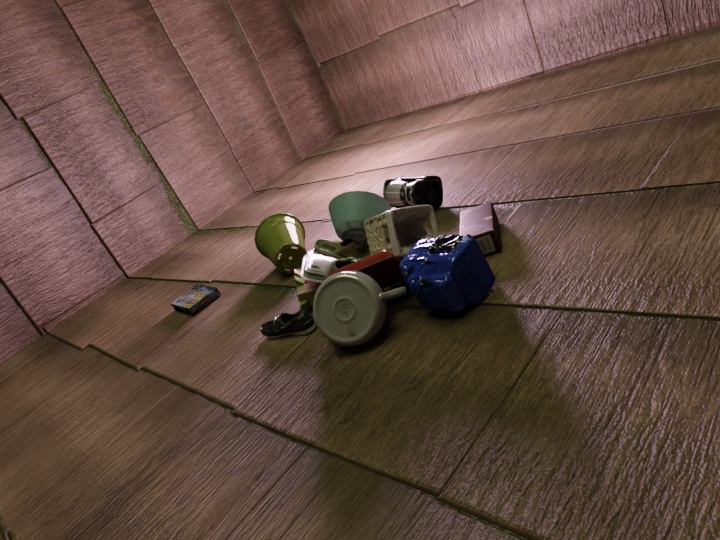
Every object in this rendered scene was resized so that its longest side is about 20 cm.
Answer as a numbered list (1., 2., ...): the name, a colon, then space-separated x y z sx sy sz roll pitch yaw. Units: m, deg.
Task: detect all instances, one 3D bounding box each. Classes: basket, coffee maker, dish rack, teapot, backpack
1. basket: 0.122 -0.110 1.578 0.199 0.137 0.123 -14 2 -43
2. coffee maker: 0.208 -0.292 1.939 0.192 0.135 0.200 -36 25 -23
3. dish rack: -0.080 -0.013 1.633 0.198 0.044 0.172 10 26 -6
4. teapot: -0.012 0.090 1.340 0.199 0.198 0.146 28 11 17
5. backpack: 0.188 0.006 1.291 0.168 0.163 0.199 -43 29 -28

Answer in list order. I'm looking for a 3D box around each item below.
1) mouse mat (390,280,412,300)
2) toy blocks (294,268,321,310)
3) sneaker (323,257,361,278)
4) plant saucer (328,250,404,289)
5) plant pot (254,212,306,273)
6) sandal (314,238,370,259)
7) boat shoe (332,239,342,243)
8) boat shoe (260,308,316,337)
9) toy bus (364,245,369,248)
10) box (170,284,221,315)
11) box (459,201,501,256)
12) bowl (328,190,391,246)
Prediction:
1. mouse mat: 0.159 0.010 1.514 0.160 0.008 0.200 -20 25 15
2. toy blocks: -0.126 0.042 1.660 0.136 0.101 0.200 -15 27 0
3. sneaker: 0.000 0.000 1.527 0.198 0.079 0.099 -4 -15 -15
4. plant saucer: 0.033 0.008 1.434 0.199 0.199 0.037 -22 67 20
5. plant pot: -0.279 -0.083 1.989 0.199 0.201 0.190 -28 36 -5
6. sandal: -0.043 -0.066 1.629 0.199 0.058 0.080 12 37 2
7. boat shoe: -0.043 -0.076 1.843 0.199 0.073 0.065 -17 35 29
8. boat shoe: -0.218 0.149 1.546 0.199 0.068 0.072 -11 29 35
9. toy bus: -0.047 -0.051 1.770 0.199 0.079 0.065 -13 27 30
10. box: -0.655 0.114 2.120 0.136 0.038 0.199 -40 26 -29
11. box: 0.336 -0.113 1.502 0.100 0.075 0.200 -18 22 20
12. bowl: -0.003 -0.148 1.661 0.200 0.201 0.106 -14 58 27
